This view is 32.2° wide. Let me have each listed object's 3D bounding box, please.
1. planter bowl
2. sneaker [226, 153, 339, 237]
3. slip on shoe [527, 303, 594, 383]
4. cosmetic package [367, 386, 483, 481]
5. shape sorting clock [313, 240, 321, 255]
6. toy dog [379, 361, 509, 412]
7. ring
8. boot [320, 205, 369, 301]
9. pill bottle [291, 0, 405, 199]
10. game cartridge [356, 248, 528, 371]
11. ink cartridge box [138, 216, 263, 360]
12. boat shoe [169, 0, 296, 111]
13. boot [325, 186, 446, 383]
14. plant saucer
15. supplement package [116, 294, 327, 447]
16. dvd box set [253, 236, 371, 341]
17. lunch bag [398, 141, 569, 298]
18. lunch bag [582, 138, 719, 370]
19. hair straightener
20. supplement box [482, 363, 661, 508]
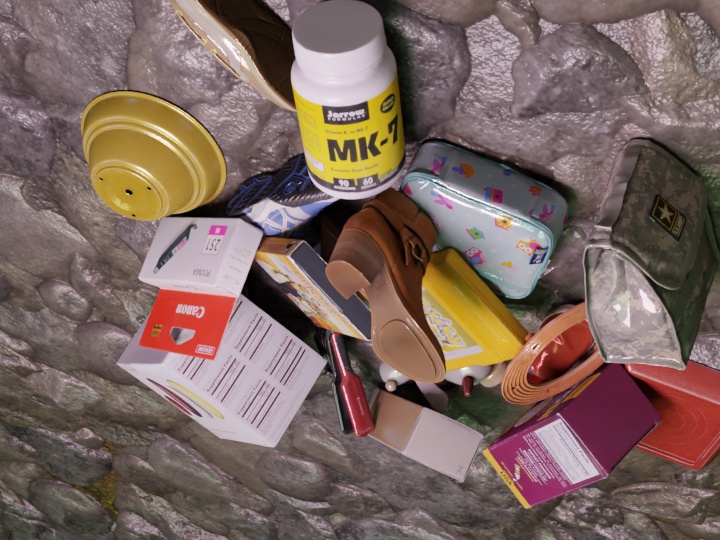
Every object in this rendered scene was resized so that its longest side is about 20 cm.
[{"bbox_3d":[-0.278,-0.123,1.574,0.200,0.084,0.201,14,141,11],"label":"planter bowl"},{"bbox_3d":[-0.077,-0.087,1.537,0.077,0.076,0.200,39,149,-30],"label":"sneaker"},{"bbox_3d":[0.247,0.112,1.614,0.074,0.061,0.200,28,139,-4],"label":"slip on shoe"},{"bbox_3d":[0.079,0.226,1.742,0.105,0.071,0.200,28,174,-19],"label":"cosmetic package"},{"bbox_3d":[0.022,0.025,1.639,0.200,0.039,0.200,13,141,11],"label":"shape sorting clock"},{"bbox_3d":[0.108,0.144,1.691,0.132,0.096,0.200,33,141,-12],"label":"toy dog"},{"bbox_3d":[0.254,0.093,1.522,0.019,0.200,0.201,57,155,31],"label":"ring"},{"bbox_3d":[0.000,0.000,1.501,0.074,0.200,0.076,3,119,-25],"label":"boot"},{"bbox_3d":[-0.014,-0.184,1.348,0.114,0.114,0.200,9,140,16],"label":"pill bottle"},{"bbox_3d":[0.089,0.058,1.536,0.200,0.032,0.176,-15,127,47],"label":"game cartridge"},{"bbox_3d":[-0.222,0.018,1.599,0.044,0.174,0.200,29,164,-36],"label":"ink cartridge box"},{"bbox_3d":[-0.129,-0.251,1.369,0.066,0.074,0.200,-6,134,49],"label":"boat shoe"},{"bbox_3d":[0.054,0.013,1.390,0.074,0.155,0.200,-18,116,37],"label":"boot"},{"bbox_3d":[0.404,0.188,1.648,0.200,0.037,0.200,20,142,2],"label":"plant saucer"},{"bbox_3d":[-0.196,0.128,1.740,0.200,0.147,0.191,39,159,-21],"label":"supplement package"},{"bbox_3d":[-0.061,0.020,1.534,0.146,0.029,0.200,47,168,-17],"label":"dvd box set"},{"bbox_3d":[0.136,-0.051,1.457,0.200,0.077,0.160,24,142,6],"label":"lunch bag"},{"bbox_3d":[0.308,-0.020,1.344,0.117,0.164,0.200,3,139,31],"label":"lunch bag"},{"bbox_3d":[-0.041,0.138,1.747,0.077,0.041,0.200,-3,111,54],"label":"hair straightener"},{"bbox_3d":[0.273,0.217,1.629,0.103,0.131,0.200,53,147,3],"label":"supplement box"}]
